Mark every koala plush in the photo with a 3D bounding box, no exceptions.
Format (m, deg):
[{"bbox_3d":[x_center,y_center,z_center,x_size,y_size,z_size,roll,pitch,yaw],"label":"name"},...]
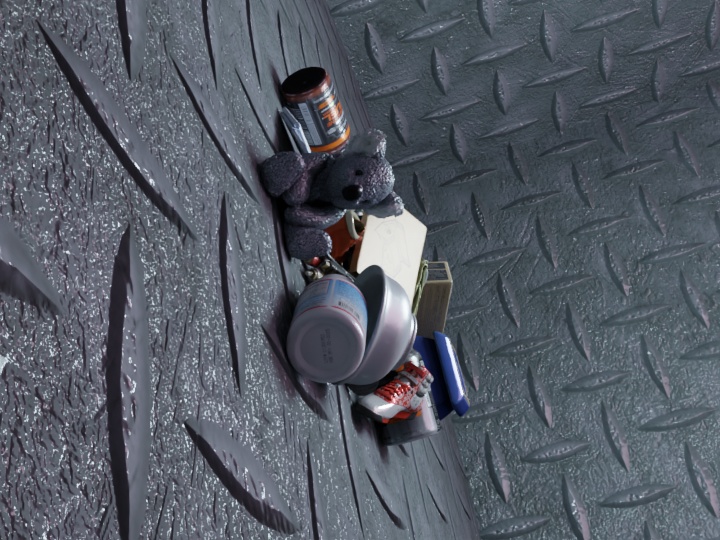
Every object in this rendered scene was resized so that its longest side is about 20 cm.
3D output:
[{"bbox_3d":[-0.037,-0.139,1.421,0.184,0.200,0.178,-84,156,-72],"label":"koala plush"}]

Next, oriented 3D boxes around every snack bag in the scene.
[{"bbox_3d":[-0.088,-0.199,1.647,0.189,0.021,0.200,64,-2,-32],"label":"snack bag"}]

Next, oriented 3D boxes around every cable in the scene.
[{"bbox_3d":[-0.049,0.010,1.535,0.097,0.050,0.200,60,9,25],"label":"cable"}]

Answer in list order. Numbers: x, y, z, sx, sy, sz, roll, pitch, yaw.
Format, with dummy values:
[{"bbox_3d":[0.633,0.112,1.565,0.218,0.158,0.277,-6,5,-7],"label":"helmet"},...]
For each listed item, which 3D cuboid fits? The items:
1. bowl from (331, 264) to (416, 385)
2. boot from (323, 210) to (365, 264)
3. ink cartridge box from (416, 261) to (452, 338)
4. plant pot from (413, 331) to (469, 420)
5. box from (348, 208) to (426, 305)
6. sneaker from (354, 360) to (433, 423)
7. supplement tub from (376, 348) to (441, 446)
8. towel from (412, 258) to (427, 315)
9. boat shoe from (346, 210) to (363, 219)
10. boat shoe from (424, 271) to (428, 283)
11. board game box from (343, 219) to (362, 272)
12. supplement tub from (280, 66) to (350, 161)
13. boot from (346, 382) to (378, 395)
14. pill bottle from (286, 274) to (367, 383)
[{"bbox_3d":[0.027,0.099,1.372,0.090,0.201,0.201,22,30,-18],"label":"bowl"},{"bbox_3d":[-0.037,-0.056,1.593,0.200,0.107,0.075,54,25,-72],"label":"boot"},{"bbox_3d":[0.117,0.075,2.020,0.075,0.164,0.200,-98,-171,-45],"label":"ink cartridge box"},{"bbox_3d":[0.139,0.250,1.969,0.200,0.180,0.200,55,20,-68],"label":"plant pot"},{"bbox_3d":[0.056,-0.041,1.677,0.163,0.021,0.200,37,52,-35],"label":"box"},{"bbox_3d":[0.065,0.217,1.601,0.067,0.108,0.201,30,8,30],"label":"sneaker"},{"bbox_3d":[0.080,0.243,1.760,0.123,0.122,0.200,31,42,-79],"label":"supplement tub"},{"bbox_3d":[0.061,0.039,1.804,0.200,0.036,0.149,7,-99,56],"label":"towel"},{"bbox_3d":[0.003,-0.060,1.918,0.068,0.072,0.200,55,-17,38],"label":"boat shoe"},{"bbox_3d":[0.066,0.047,1.893,0.076,0.200,0.060,36,22,-29],"label":"boat shoe"},{"bbox_3d":[0.000,0.000,1.736,0.135,0.035,0.200,-172,-109,-75],"label":"board game box"},{"bbox_3d":[-0.085,-0.313,1.810,0.107,0.107,0.200,-98,169,-48],"label":"supplement tub"},{"bbox_3d":[-0.014,0.115,1.607,0.200,0.066,0.165,-99,173,-70],"label":"boot"},{"bbox_3d":[-0.044,0.074,1.259,0.200,0.109,0.109,-82,154,-72],"label":"pill bottle"}]
